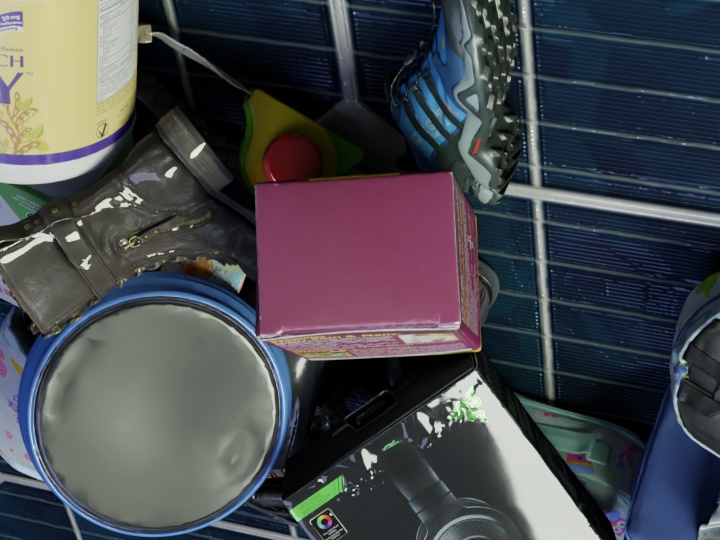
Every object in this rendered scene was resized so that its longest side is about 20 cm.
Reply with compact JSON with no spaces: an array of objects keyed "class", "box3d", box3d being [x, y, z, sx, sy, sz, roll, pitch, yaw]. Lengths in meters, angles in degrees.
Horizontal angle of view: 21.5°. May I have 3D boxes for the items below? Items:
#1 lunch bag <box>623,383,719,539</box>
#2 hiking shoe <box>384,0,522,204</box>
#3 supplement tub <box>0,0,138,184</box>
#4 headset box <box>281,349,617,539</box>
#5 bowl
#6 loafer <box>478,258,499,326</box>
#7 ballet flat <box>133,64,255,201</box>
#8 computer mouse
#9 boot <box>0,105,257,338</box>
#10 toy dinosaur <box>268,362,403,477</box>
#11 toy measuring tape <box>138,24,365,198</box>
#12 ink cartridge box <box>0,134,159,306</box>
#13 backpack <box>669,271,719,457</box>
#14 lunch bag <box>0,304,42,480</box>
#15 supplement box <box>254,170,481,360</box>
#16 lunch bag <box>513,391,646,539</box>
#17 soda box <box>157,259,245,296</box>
[{"class":"lunch bag","box3d":[0.260,0.175,1.342,0.136,0.200,0.132,7,136,17]},{"class":"hiking shoe","box3d":[0.053,-0.120,1.217,0.087,0.074,0.200,11,139,16]},{"class":"supplement tub","box3d":[-0.216,-0.173,1.226,0.145,0.145,0.200,15,128,12]},{"class":"headset box","box3d":[0.062,0.170,1.380,0.174,0.093,0.200,-34,101,8]},{"class":"bowl","box3d":[-0.148,0.101,1.378,0.201,0.039,0.201,-2,105,-8]},{"class":"loafer","box3d":[0.000,0.000,1.388,0.200,0.063,0.072,17,140,9]},{"class":"ballet flat","box3d":[-0.157,-0.101,1.361,0.200,0.057,0.066,32,140,-9]},{"class":"computer mouse","box3d":[-0.068,0.095,1.438,0.138,0.053,0.200,15,98,15]},{"class":"boot","box3d":[-0.155,-0.013,1.291,0.069,0.174,0.200,52,178,39]},{"class":"toy dinosaur","box3d":[-0.033,0.102,1.502,0.136,0.102,0.200,28,146,17]},{"class":"toy measuring tape","box3d":[-0.083,-0.094,1.314,0.200,0.074,0.074,30,141,-11]},{"class":"ink cartridge box","box3d":[-0.236,-0.045,1.403,0.145,0.084,0.200,25,153,15]},{"class":"backpack","box3d":[0.304,0.074,1.261,0.200,0.154,0.163,8,127,-5]},{"class":"lunch bag","box3d":[-0.214,0.099,1.565,0.200,0.127,0.170,18,143,-9]},{"class":"supplement box","box3d":[0.009,0.002,1.261,0.131,0.103,0.200,-3,173,6]},{"class":"lunch bag","box3d":[0.130,0.167,1.498,0.200,0.077,0.160,15,136,9]},{"class":"soda box","box3d":[-0.146,0.071,1.439,0.064,0.200,0.068,20,-176,-7]}]
